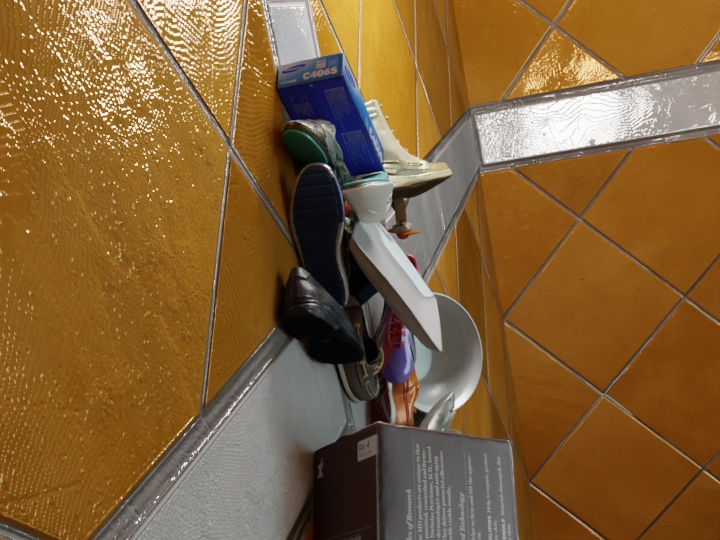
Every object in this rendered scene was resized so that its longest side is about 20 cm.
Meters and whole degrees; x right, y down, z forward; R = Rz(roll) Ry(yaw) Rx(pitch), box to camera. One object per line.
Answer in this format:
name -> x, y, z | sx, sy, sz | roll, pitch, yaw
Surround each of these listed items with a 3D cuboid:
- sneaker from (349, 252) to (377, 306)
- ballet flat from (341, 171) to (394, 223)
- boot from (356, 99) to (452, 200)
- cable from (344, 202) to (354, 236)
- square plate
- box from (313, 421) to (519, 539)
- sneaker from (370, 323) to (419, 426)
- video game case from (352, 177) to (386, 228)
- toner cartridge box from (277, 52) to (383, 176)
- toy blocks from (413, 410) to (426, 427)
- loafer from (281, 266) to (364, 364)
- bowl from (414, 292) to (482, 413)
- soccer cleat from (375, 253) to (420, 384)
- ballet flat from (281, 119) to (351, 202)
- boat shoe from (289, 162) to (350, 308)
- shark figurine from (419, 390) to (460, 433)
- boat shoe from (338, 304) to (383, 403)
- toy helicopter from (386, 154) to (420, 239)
sneaker -> 0.000, 0.000, 1.348 | 0.078, 0.070, 0.200 | 52, 2, -1
ballet flat -> 0.018, -0.097, 1.247 | 0.200, 0.068, 0.071 | -48, 129, -78
boot -> 0.052, -0.194, 1.447 | 0.198, 0.073, 0.158 | -14, 77, -41
cable -> 0.007, -0.058, 1.418 | 0.200, 0.050, 0.099 | 46, 24, -57
square plate -> 0.045, 0.006, 1.275 | 0.201, 0.028, 0.199 | 52, 13, -14
box -> 0.064, 0.291, 1.093 | 0.197, 0.166, 0.168 | 12, 64, -27
sneaker -> 0.057, 0.165, 1.443 | 0.076, 0.072, 0.205 | 9, 80, -38
video game case -> 0.010, -0.106, 1.524 | 0.200, 0.022, 0.186 | -1, 84, -76
toner cartridge box -> -0.037, -0.207, 1.256 | 0.201, 0.093, 0.044 | 62, 24, -54
toy blocks -> 0.099, 0.305, 1.560 | 0.202, 0.098, 0.138 | 67, 10, -45
loafer -> -0.042, 0.064, 1.156 | 0.201, 0.071, 0.074 | 58, 23, -60
bowl -> 0.106, 0.144, 1.555 | 0.198, 0.090, 0.206 | 5, 80, -29
soccer cleat -> 0.059, 0.072, 1.381 | 0.077, 0.065, 0.203 | 93, 5, -57
ballet flat -> -0.055, -0.159, 1.205 | 0.201, 0.070, 0.073 | 65, 22, -63
boat shoe -> -0.050, -0.048, 1.196 | 0.073, 0.071, 0.204 | -72, 161, -68
shark figurine -> 0.095, 0.260, 1.358 | 0.129, 0.089, 0.215 | -57, -174, 13
boat shoe -> -0.001, 0.121, 1.299 | 0.073, 0.058, 0.202 | -84, 160, -43
toy helicopter -> 0.071, -0.107, 1.584 | 0.200, 0.077, 0.135 | 72, 8, -75
